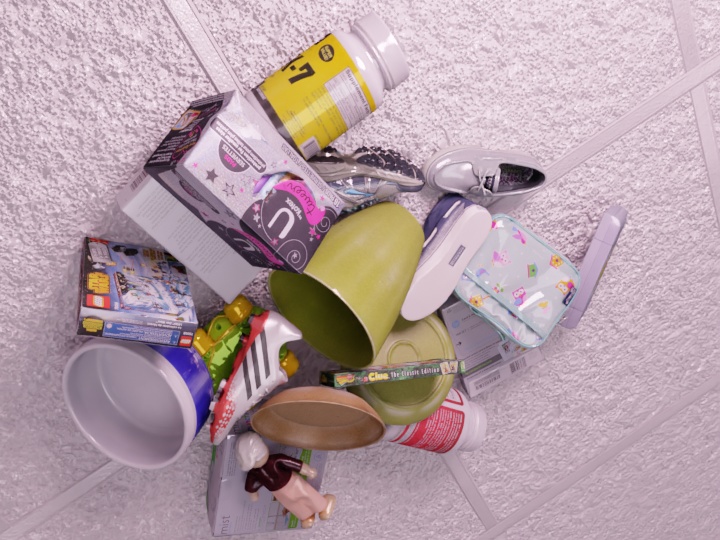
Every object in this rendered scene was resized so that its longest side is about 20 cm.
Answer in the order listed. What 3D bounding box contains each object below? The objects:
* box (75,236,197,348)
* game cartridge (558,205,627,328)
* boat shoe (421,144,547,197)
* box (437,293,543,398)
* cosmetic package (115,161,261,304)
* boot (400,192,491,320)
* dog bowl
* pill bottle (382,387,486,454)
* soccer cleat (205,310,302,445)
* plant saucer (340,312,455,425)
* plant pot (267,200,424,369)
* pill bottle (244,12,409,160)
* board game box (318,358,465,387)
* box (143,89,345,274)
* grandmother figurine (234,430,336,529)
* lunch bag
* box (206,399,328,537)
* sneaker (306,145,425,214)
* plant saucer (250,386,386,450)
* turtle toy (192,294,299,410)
[{"bbox_3d":[-0.287,0.025,0.924,0.134,0.201,0.041,11,112,-24],"label":"box"},{"bbox_3d":[0.388,-0.005,1.212,0.133,0.040,0.204,-22,134,-59],"label":"game cartridge"},{"bbox_3d":[0.190,-0.146,1.090,0.196,0.072,0.072,-5,117,-18],"label":"boat shoe"},{"bbox_3d":[0.223,0.103,1.248,0.154,0.041,0.203,-26,122,-6],"label":"box"},{"bbox_3d":[-0.218,-0.061,0.976,0.102,0.071,0.200,-46,122,-4],"label":"cosmetic package"},{"bbox_3d":[0.113,-0.023,1.108,0.072,0.090,0.201,36,95,-36],"label":"boot"},{"bbox_3d":[-0.306,0.170,1.006,0.196,0.079,0.204,8,117,16],"label":"dog bowl"},{"bbox_3d":[0.115,0.248,1.238,0.197,0.113,0.114,20,108,-27],"label":"pill bottle"},{"bbox_3d":[-0.146,0.154,0.993,0.084,0.069,0.203,24,94,-5],"label":"soccer cleat"},{"bbox_3d":[0.065,0.141,1.147,0.195,0.031,0.205,3,79,-16],"label":"plant saucer"},{"bbox_3d":[0.000,0.000,1.031,0.201,0.185,0.189,-49,128,-29],"label":"plant pot"},{"bbox_3d":[-0.042,-0.233,0.936,0.198,0.115,0.115,-35,122,-1],"label":"pill bottle"},{"bbox_3d":[0.044,0.150,1.068,0.195,0.105,0.024,-4,83,-17],"label":"board game box"},{"bbox_3d":[-0.140,-0.101,0.888,0.200,0.131,0.116,43,70,-32],"label":"box"},{"bbox_3d":[-0.125,0.317,1.108,0.120,0.061,0.201,-32,121,7],"label":"grandmother figurine"},{"bbox_3d":[0.240,0.021,1.147,0.199,0.077,0.162,36,87,-8],"label":"lunch bag"},{"bbox_3d":[-0.153,0.321,1.185,0.173,0.097,0.204,2,115,-20],"label":"box"},{"bbox_3d":[-0.005,-0.126,1.037,0.195,0.078,0.088,4,124,-13],"label":"sneaker"},{"bbox_3d":[-0.060,0.212,1.050,0.195,0.036,0.202,3,148,2],"label":"plant saucer"},{"bbox_3d":[-0.192,0.125,1.065,0.199,0.101,0.147,-39,108,0],"label":"turtle toy"}]
